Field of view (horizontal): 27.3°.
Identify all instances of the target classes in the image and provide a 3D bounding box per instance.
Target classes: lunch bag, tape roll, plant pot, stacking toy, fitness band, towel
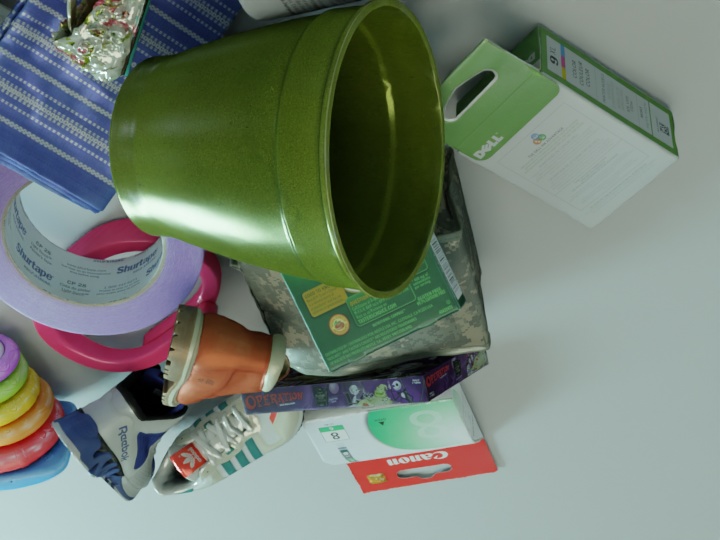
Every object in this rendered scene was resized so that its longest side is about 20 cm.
[{"bbox_3d":[0.000,0.000,1.265,0.198,0.118,0.165,-11,139,8],"label":"lunch bag"},{"bbox_3d":[-0.225,-0.043,1.234,0.198,0.066,0.202,0,128,1],"label":"tape roll"},{"bbox_3d":[-0.065,-0.087,1.041,0.191,0.202,0.201,3,143,24],"label":"plant pot"},{"bbox_3d":[-0.356,0.106,1.428,0.115,0.110,0.201,-11,127,5],"label":"stacking toy"},{"bbox_3d":[-0.215,0.024,1.366,0.143,0.038,0.200,33,130,-27],"label":"fitness band"},{"bbox_3d":[-0.196,-0.152,1.092,0.144,0.024,0.201,31,100,-30],"label":"towel"}]

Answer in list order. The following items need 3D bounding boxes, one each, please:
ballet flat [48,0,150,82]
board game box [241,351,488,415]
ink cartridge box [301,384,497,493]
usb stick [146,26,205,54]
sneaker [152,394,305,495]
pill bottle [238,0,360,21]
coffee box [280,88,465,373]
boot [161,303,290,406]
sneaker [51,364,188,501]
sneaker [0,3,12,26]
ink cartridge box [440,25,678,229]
[{"bbox_3d":[-0.162,-0.222,1.013,0.063,0.076,0.201,16,114,-17],"label":"ballet flat"},{"bbox_3d":[0.003,0.097,1.351,0.198,0.033,0.120,-8,-175,33],"label":"board game box"},{"bbox_3d":[0.044,0.182,1.529,0.159,0.050,0.201,-11,136,15],"label":"ink cartridge box"},{"bbox_3d":[-0.103,-0.148,1.161,0.199,0.033,0.055,23,133,-22],"label":"usb stick"},{"bbox_3d":[-0.135,0.171,1.474,0.199,0.093,0.071,-39,84,40],"label":"sneaker"},{"bbox_3d":[0.011,-0.241,0.985,0.198,0.115,0.115,-9,138,13],"label":"pill bottle"},{"bbox_3d":[-0.013,-0.037,1.147,0.122,0.044,0.201,-26,93,16],"label":"coffee box"},{"bbox_3d":[-0.118,0.085,1.299,0.106,0.076,0.200,11,167,-7],"label":"boot"},{"bbox_3d":[-0.217,0.156,1.462,0.115,0.081,0.200,-36,163,-4],"label":"sneaker"},{"bbox_3d":[-0.304,-0.184,1.085,0.074,0.088,0.200,-15,135,29],"label":"sneaker"},{"bbox_3d":[0.142,-0.121,1.161,0.199,0.060,0.104,26,133,-25],"label":"ink cartridge box"}]
